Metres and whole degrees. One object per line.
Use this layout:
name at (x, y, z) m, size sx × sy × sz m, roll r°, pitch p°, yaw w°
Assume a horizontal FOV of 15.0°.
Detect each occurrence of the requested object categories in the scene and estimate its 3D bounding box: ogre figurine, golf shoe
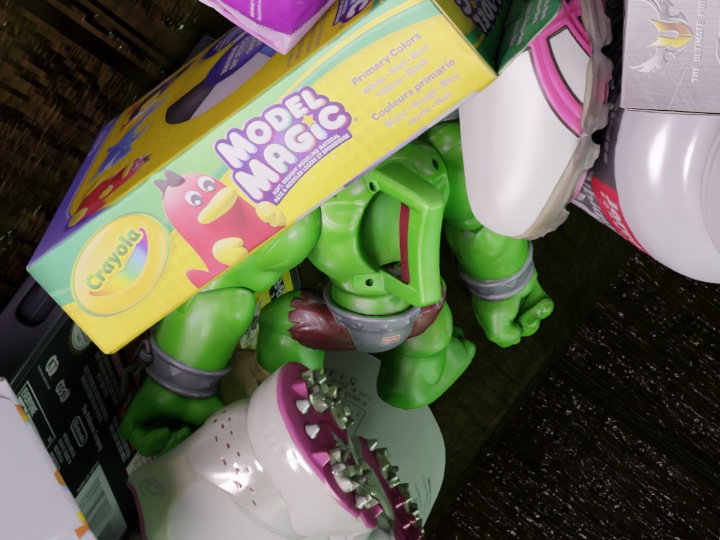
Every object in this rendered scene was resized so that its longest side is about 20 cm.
ogre figurine at (0.000, 0.000, 1.089) m, size 0.098 × 0.199 × 0.120 m, roll -115°, pitch -152°, yaw -51°
golf shoe at (0.046, -0.112, 1.026) m, size 0.073 × 0.092 × 0.201 m, roll -172°, pitch -98°, yaw -68°
golf shoe at (-0.025, 0.104, 1.080) m, size 0.091 × 0.075 × 0.200 m, roll -25°, pitch 145°, yaw 7°

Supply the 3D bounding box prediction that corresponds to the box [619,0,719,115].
box at (0.121, -0.177, 0.963) m, size 0.159 × 0.048 × 0.201 m, roll -78°, pitch 171°, yaw -60°

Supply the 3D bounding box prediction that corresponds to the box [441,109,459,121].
box at (0.063, -0.090, 1.259) m, size 0.200 × 0.060 × 0.117 m, roll -40°, pitch -177°, yaw 19°

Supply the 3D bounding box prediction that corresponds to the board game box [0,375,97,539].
board game box at (-0.160, 0.145, 0.979) m, size 0.105 × 0.103 × 0.200 m, roll -22°, pitch 156°, yaw -25°

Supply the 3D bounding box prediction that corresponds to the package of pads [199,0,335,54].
package of pads at (0.012, -0.176, 0.851) m, size 0.200 × 0.076 × 0.121 m, roll -50°, pitch 167°, yaw -21°

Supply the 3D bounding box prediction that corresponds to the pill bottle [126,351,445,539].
pill bottle at (-0.044, 0.130, 1.194) m, size 0.115 × 0.114 × 0.200 m, roll -62°, pitch 179°, yaw 40°

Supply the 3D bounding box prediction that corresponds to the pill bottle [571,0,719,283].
pill bottle at (0.131, -0.060, 1.078) m, size 0.111 × 0.111 × 0.200 m, roll -54°, pitch -148°, yaw 2°

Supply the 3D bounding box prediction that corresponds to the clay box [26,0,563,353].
clay box at (-0.015, -0.064, 0.917) m, size 0.200 × 0.048 × 0.115 m, roll -36°, pitch -163°, yaw 24°

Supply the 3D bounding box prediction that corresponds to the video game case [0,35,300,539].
video game case at (-0.091, 0.028, 1.093) m, size 0.181 × 0.025 × 0.200 m, roll -55°, pitch 161°, yaw -19°
